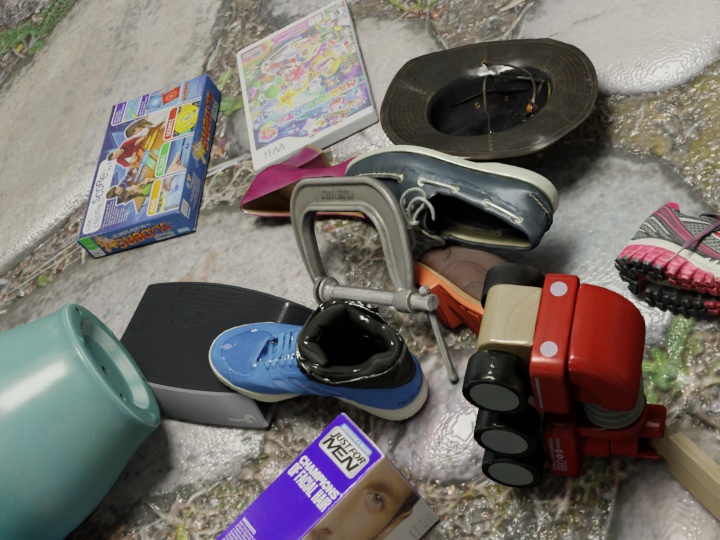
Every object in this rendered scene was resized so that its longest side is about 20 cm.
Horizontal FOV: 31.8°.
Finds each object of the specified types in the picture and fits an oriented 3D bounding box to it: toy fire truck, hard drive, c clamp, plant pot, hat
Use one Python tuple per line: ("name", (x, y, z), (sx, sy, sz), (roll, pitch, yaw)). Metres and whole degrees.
("toy fire truck", (0.179, 0.099, 0.881), (0.197, 0.177, 0.130), (5, 56, 17))
("hard drive", (-0.147, 0.072, 1.185), (0.198, 0.042, 0.136), (6, 59, 35))
("c clamp", (0.000, 0.000, 1.103), (0.027, 0.174, 0.199), (-23, 21, -31))
("plant pot", (-0.284, 0.137, 1.103), (0.187, 0.200, 0.201), (-36, 45, 3))
("hat", (0.119, -0.132, 1.151), (0.197, 0.082, 0.202), (-8, 43, 7))

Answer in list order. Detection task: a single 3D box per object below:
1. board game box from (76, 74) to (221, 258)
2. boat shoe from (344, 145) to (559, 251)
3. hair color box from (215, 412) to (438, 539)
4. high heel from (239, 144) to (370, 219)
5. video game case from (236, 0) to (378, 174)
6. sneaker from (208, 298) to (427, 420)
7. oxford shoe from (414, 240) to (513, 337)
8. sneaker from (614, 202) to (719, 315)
("board game box", (-0.231, -0.117, 1.392), (0.133, 0.035, 0.202), (-13, 50, 24))
("boat shoe", (0.067, -0.053, 1.068), (0.197, 0.075, 0.062), (13, 51, 23))
("hair color box", (-0.045, 0.219, 0.958), (0.200, 0.110, 0.065), (-46, 45, -7))
("high heel", (-0.038, -0.066, 1.203), (0.096, 0.068, 0.199), (-40, 39, -17))
("video game case", (-0.062, -0.201, 1.367), (0.142, 0.018, 0.202), (-25, 46, 13))
("sneaker", (-0.046, 0.064, 1.050), (0.197, 0.112, 0.078), (12, 62, 21))
("oxford shoe", (0.114, 0.022, 1.044), (0.072, 0.072, 0.199), (-44, 44, -14))
("sneaker", (0.287, -0.004, 0.949), (0.198, 0.081, 0.075), (22, 66, 42))
